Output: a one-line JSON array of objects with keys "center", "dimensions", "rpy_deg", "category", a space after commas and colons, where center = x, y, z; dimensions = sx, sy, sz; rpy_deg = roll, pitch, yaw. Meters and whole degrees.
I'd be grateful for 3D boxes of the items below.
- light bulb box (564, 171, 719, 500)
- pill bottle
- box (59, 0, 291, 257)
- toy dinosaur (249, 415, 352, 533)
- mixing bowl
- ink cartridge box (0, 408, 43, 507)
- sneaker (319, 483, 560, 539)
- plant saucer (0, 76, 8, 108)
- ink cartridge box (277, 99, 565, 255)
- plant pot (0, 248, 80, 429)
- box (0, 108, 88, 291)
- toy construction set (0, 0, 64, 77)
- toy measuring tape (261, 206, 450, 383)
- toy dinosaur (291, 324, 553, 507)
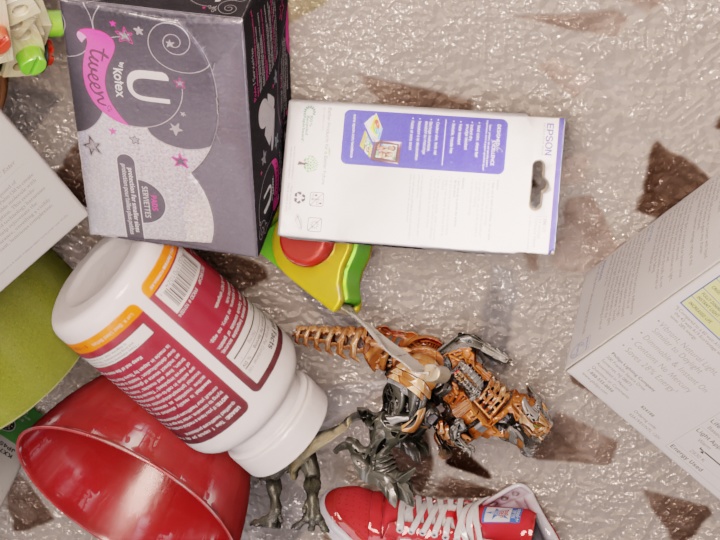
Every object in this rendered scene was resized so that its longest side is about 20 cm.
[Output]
[{"center": [0.285, 0.042, 1.339], "dimensions": [0.198, 0.125, 0.200], "rpy_deg": [39, 127, -16], "category": "light bulb box"}, {"center": [-0.122, 0.062, 1.424], "dimensions": [0.113, 0.113, 0.200], "rpy_deg": [-30, 118, 33], "category": "pill bottle"}, {"center": [-0.123, -0.124, 1.324], "dimensions": [0.132, 0.115, 0.201], "rpy_deg": [7, 130, 9], "category": "box"}, {"center": [-0.051, 0.158, 1.498], "dimensions": [0.047, 0.089, 0.200], "rpy_deg": [8, 172, -18], "category": "toy dinosaur"}, {"center": [-0.164, 0.147, 1.546], "dimensions": [0.199, 0.109, 0.200], "rpy_deg": [21, 148, 14], "category": "mixing bowl"}, {"center": [-0.367, 0.170, 1.577], "dimensions": [0.146, 0.200, 0.083], "rpy_deg": [34, 129, -13], "category": "ink cartridge box"}, {"center": [0.070, 0.208, 1.571], "dimensions": [0.199, 0.071, 0.113], "rpy_deg": [25, 135, -15], "category": "sneaker"}, {"center": [-0.350, -0.166, 1.406], "dimensions": [0.199, 0.038, 0.201], "rpy_deg": [8, 129, 10], "category": "plant saucer"}, {"center": [0.044, -0.064, 1.343], "dimensions": [0.199, 0.039, 0.100], "rpy_deg": [6, 88, 14], "category": "ink cartridge box"}, {"center": [-0.326, -0.003, 1.428], "dimensions": [0.186, 0.187, 0.200], "rpy_deg": [-14, 126, 25], "category": "plant pot"}, {"center": [-0.294, -0.078, 1.256], "dimensions": [0.124, 0.097, 0.200], "rpy_deg": [-41, 132, -5], "category": "box"}, {"center": [-0.234, -0.203, 1.252], "dimensions": [0.092, 0.201, 0.131], "rpy_deg": [7, 142, -20], "category": "toy construction set"}, {"center": [0.000, 0.000, 1.397], "dimensions": [0.200, 0.073, 0.074], "rpy_deg": [38, 136, 23], "category": "toy measuring tape"}, {"center": [0.046, 0.094, 1.490], "dimensions": [0.200, 0.102, 0.136], "rpy_deg": [36, 119, 19], "category": "toy dinosaur"}]
